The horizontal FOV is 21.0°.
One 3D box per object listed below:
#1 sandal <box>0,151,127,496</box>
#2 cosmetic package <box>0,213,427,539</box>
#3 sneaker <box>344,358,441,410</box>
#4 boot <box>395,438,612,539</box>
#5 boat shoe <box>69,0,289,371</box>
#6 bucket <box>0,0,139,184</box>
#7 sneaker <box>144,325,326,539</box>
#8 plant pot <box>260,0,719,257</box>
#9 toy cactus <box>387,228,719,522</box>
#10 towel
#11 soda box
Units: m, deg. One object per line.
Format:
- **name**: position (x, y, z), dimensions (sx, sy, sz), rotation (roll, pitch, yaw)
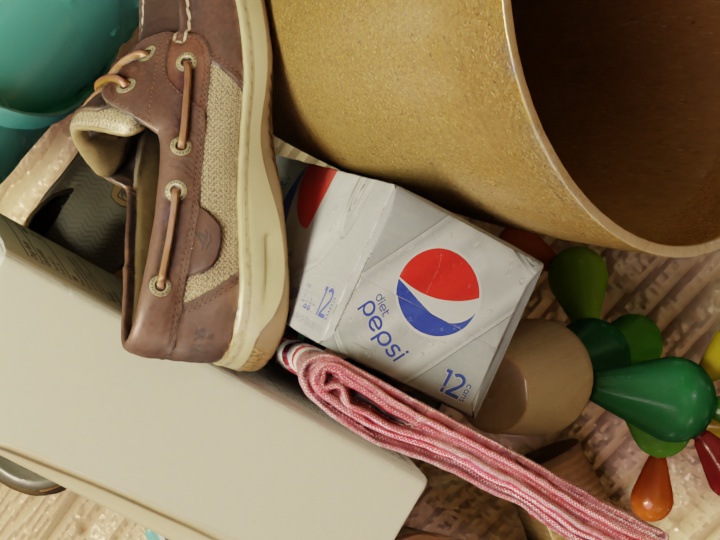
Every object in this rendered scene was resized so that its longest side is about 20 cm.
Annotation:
- **sandal**: position (-0.118, -0.001, 0.853), dimensions (0.081, 0.055, 0.201), rotation (27, 83, 13)
- **cosmetic package**: position (-0.082, 0.057, 0.791), dimensions (0.199, 0.103, 0.073), rotation (29, 93, -21)
- **sneaker**: position (-0.012, 0.113, 0.948), dimensions (0.091, 0.076, 0.200), rotation (37, 130, -8)
- **boot**: position (0.047, 0.179, 0.884), dimensions (0.200, 0.071, 0.145), rotation (-23, 94, -10)
- **boat shoe**: position (-0.076, -0.058, 0.750), dimensions (0.072, 0.071, 0.202), rotation (134, 133, -59)
- **bucket**: position (-0.197, -0.127, 0.825), dimensions (0.206, 0.135, 0.208), rotation (28, 160, 11)
- **sneaker**: position (-0.056, 0.041, 0.895), dimensions (0.090, 0.078, 0.202), rotation (2, 88, 15)
- **plant pot**: position (0.046, -0.097, 0.754), dimensions (0.199, 0.186, 0.188), rotation (-2, 114, 47)
- **toy cactus**: position (0.079, 0.045, 0.798), dimensions (0.199, 0.165, 0.103), rotation (29, 107, 22)
- **towel**: position (0.031, 0.067, 0.764), dimensions (0.143, 0.200, 0.023), rotation (29, 87, -6)
- **soda box**: position (0.000, 0.000, 0.775), dimensions (0.068, 0.200, 0.064), rotation (26, 89, -16)
